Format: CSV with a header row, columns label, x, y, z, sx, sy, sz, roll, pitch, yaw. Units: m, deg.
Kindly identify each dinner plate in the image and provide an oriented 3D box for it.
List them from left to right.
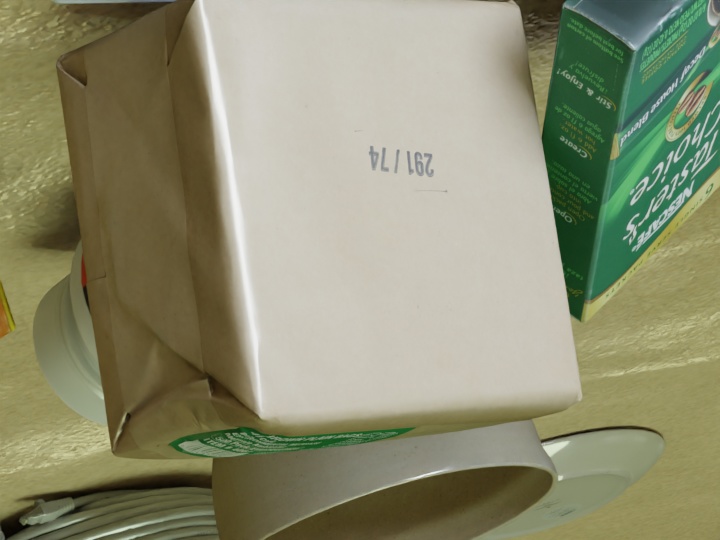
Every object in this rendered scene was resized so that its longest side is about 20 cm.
label,x,y,z,sx,sy,sz,roll,pitch,yaw
dinner plate,0.135,0.167,2.132,0.199,0.024,0.200,-15,161,-5

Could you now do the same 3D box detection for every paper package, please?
label,x,y,z,sx,sy,sz,roll,pitch,yaw
paper package,-0.014,-0.020,1.236,0.199,0.192,0.103,-1,168,-43

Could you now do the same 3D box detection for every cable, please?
label,x,y,z,sx,sy,sz,roll,pitch,yaw
cable,-0.165,0.206,1.926,0.199,0.070,0.200,-10,159,-19

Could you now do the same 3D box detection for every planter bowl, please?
label,x,y,z,sx,sy,sz,roll,pitch,yaw
planter bowl,0.000,0.088,1.649,0.199,0.135,0.200,-16,162,-5

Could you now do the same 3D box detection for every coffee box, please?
label,x,y,z,sx,sy,sz,roll,pitch,yaw
coffee box,0.132,-0.078,1.307,0.123,0.044,0.200,-43,156,-30

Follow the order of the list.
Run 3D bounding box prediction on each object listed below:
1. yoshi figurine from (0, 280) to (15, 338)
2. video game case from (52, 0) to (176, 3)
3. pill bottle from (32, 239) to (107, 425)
label,x,y,z,sx,sy,sz,roll,pitch,yaw
yoshi figurine,-0.263,0.010,1.298,0.199,0.113,0.112,-13,144,-4
video game case,-0.006,-0.162,1.155,0.199,0.022,0.182,-5,157,-32
pill bottle,-0.072,0.001,1.396,0.111,0.112,0.200,3,153,-43
